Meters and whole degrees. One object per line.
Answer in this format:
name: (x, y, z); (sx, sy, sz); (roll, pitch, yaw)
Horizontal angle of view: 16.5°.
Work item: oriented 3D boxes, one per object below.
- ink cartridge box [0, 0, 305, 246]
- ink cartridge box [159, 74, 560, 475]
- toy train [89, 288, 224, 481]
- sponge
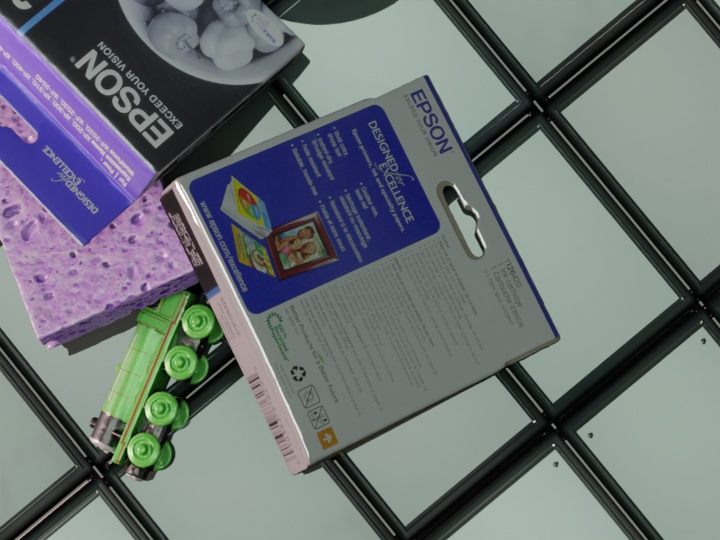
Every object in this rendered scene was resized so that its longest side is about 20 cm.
ink cartridge box: (-0.172, -0.149, 1.579); (0.198, 0.043, 0.200); (44, 64, 4)
ink cartridge box: (0.000, 0.000, 1.584); (0.199, 0.047, 0.198); (-24, 85, -29)
toy train: (-0.119, 0.037, 1.603); (0.056, 0.042, 0.201); (23, 87, 13)
sponge: (-0.188, -0.062, 1.598); (0.111, 0.030, 0.201); (-23, 73, -1)
